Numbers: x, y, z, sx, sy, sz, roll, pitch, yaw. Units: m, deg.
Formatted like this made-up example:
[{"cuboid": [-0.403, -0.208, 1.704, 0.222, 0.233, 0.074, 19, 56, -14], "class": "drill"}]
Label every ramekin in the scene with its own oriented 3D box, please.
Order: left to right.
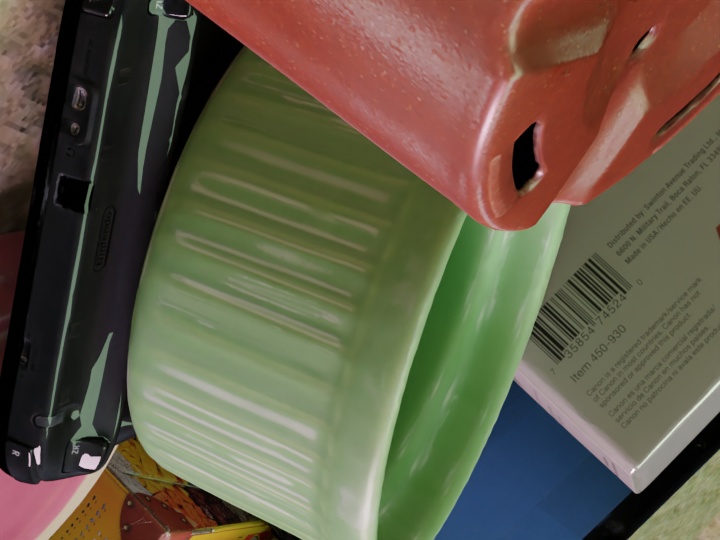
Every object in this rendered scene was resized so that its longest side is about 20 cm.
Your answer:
[{"cuboid": [0.000, 0.000, 0.701, 0.200, 0.098, 0.200, 20, 90, -76], "class": "ramekin"}]

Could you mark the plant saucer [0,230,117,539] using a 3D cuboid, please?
[{"cuboid": [-0.158, 0.075, 0.744, 0.200, 0.051, 0.201, -40, 159, -18], "class": "plant saucer"}]

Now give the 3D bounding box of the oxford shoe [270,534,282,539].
[{"cuboid": [-0.010, 0.147, 0.931, 0.200, 0.075, 0.058, -32, 150, -27], "class": "oxford shoe"}]

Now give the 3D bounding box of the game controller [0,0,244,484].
[{"cuboid": [-0.075, -0.024, 0.673, 0.104, 0.042, 0.200, -41, 149, -63], "class": "game controller"}]

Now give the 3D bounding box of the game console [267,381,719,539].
[{"cuboid": [0.047, 0.045, 0.889, 0.200, 0.171, 0.118, -40, -156, -23], "class": "game console"}]

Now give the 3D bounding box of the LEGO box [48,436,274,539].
[{"cuboid": [-0.136, 0.161, 0.920, 0.200, 0.077, 0.149, -51, 162, 11], "class": "LEGO box"}]

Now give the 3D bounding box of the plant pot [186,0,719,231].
[{"cuboid": [0.012, -0.126, 0.473, 0.201, 0.195, 0.201, -41, 160, -18], "class": "plant pot"}]

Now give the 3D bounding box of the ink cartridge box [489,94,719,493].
[{"cuboid": [0.091, -0.029, 0.837, 0.147, 0.200, 0.083, -45, 165, -2], "class": "ink cartridge box"}]
